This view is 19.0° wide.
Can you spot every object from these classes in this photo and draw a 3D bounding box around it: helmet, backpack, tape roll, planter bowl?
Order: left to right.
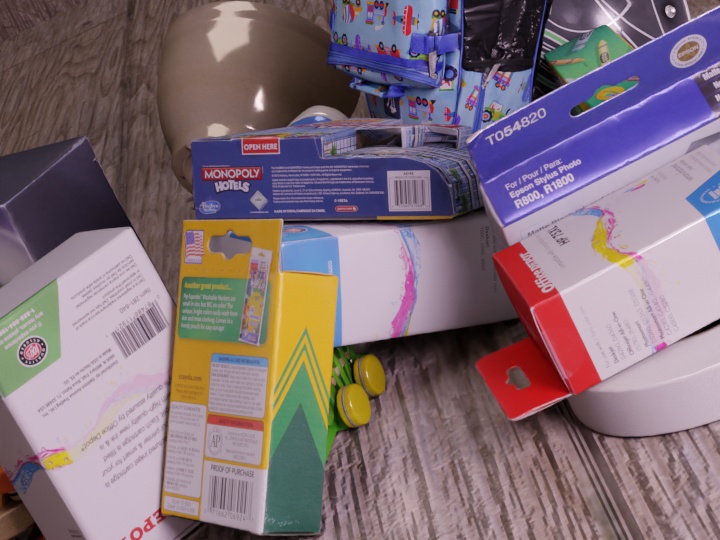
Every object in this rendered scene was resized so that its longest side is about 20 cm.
[{"bbox_3d":[-0.108,-0.142,2.056,0.199,0.200,0.136,-13,49,35],"label":"planter bowl"},{"bbox_3d":[0.059,-0.168,1.688,0.134,0.202,0.182,-6,20,-31],"label":"backpack"},{"bbox_3d":[0.185,-0.206,1.781,0.199,0.201,0.191,-16,20,28],"label":"helmet"},{"bbox_3d":[0.218,0.033,1.356,0.202,0.037,0.203,-25,19,9],"label":"tape roll"}]

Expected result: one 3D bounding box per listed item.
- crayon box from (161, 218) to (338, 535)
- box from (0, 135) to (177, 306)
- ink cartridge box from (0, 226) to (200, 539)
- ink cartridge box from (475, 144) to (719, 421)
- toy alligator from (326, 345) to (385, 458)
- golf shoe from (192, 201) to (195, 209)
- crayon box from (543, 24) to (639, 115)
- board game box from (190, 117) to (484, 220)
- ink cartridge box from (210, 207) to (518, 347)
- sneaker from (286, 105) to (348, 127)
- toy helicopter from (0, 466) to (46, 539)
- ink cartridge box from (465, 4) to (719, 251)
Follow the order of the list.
[{"bbox_3d":[-0.073,0.068,1.420,0.051,0.202,0.125,5,-2,-36],"label":"crayon box"},{"bbox_3d":[-0.286,0.011,1.837,0.199,0.199,0.123,-9,25,42],"label":"box"},{"bbox_3d":[-0.181,0.093,1.480,0.145,0.201,0.084,-38,18,-30],"label":"ink cartridge box"},{"bbox_3d":[0.158,0.006,1.344,0.199,0.068,0.116,-28,18,-1],"label":"ink cartridge box"},{"bbox_3d":[-0.032,0.094,1.501,0.059,0.055,0.200,-18,21,26],"label":"toy alligator"},{"bbox_3d":[-0.060,-0.054,1.932,0.199,0.078,0.088,-4,13,37],"label":"golf shoe"},{"bbox_3d":[0.202,-0.102,1.605,0.058,0.119,0.200,-26,19,2],"label":"crayon box"},{"bbox_3d":[0.008,-0.077,1.576,0.198,0.062,0.200,0,9,21],"label":"board game box"},{"bbox_3d":[0.000,0.000,1.556,0.199,0.085,0.144,-9,10,-27],"label":"ink cartridge box"},{"bbox_3d":[-0.075,-0.044,1.809,0.200,0.077,0.111,-48,7,38],"label":"sneaker"},{"bbox_3d":[-0.297,0.190,1.578,0.199,0.079,0.132,-32,18,-3],"label":"toy helicopter"},{"bbox_3d":[0.181,-0.059,1.421,0.199,0.200,0.041,-28,52,-1],"label":"ink cartridge box"}]
